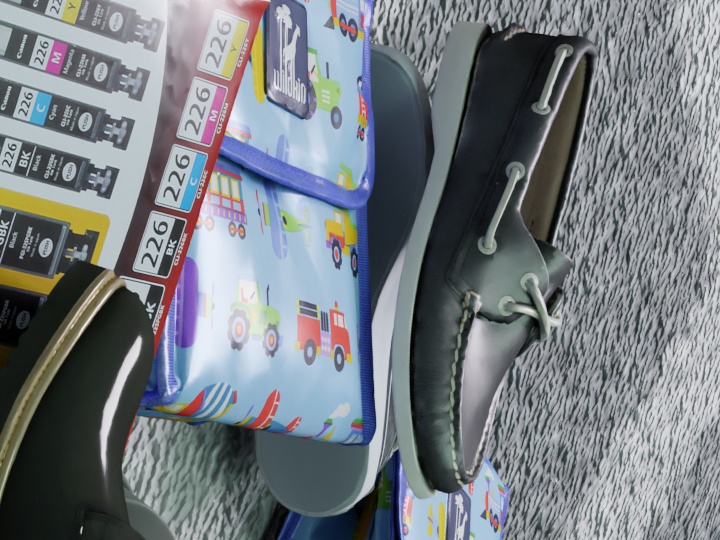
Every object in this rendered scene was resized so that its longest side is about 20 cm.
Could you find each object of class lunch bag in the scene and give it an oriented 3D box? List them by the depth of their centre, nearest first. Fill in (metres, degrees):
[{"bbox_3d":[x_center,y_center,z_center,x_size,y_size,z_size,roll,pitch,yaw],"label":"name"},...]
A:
[{"bbox_3d":[-0.056,-0.046,1.055,0.150,0.094,0.201,16,81,-60],"label":"lunch bag"},{"bbox_3d":[0.012,0.148,1.312,0.151,0.094,0.201,44,56,-59],"label":"lunch bag"}]

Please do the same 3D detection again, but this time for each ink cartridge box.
[{"bbox_3d":[-0.138,-0.018,0.899,0.175,0.084,0.201,14,95,-54],"label":"ink cartridge box"}]

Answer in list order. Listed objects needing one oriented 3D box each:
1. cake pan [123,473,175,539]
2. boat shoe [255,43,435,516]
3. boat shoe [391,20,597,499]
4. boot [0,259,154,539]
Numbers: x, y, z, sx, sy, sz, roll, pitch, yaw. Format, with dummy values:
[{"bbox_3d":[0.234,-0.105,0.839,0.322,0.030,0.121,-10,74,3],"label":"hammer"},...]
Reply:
[{"bbox_3d":[-0.129,0.163,1.097,0.200,0.037,0.201,-40,139,-45],"label":"cake pan"},{"bbox_3d":[0.003,0.001,1.196,0.068,0.073,0.200,-31,127,-62],"label":"boat shoe"},{"bbox_3d":[0.054,-0.006,1.130,0.074,0.060,0.201,68,29,-59],"label":"boat shoe"},{"bbox_3d":[-0.057,0.108,0.845,0.078,0.138,0.201,85,21,-71],"label":"boot"}]
